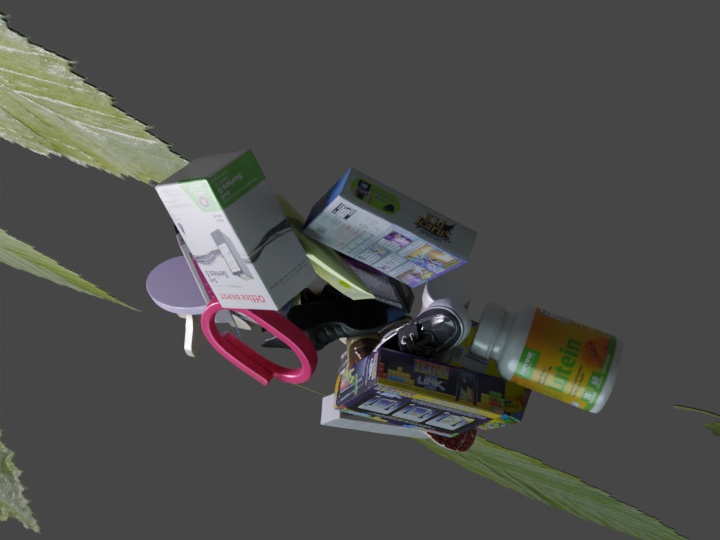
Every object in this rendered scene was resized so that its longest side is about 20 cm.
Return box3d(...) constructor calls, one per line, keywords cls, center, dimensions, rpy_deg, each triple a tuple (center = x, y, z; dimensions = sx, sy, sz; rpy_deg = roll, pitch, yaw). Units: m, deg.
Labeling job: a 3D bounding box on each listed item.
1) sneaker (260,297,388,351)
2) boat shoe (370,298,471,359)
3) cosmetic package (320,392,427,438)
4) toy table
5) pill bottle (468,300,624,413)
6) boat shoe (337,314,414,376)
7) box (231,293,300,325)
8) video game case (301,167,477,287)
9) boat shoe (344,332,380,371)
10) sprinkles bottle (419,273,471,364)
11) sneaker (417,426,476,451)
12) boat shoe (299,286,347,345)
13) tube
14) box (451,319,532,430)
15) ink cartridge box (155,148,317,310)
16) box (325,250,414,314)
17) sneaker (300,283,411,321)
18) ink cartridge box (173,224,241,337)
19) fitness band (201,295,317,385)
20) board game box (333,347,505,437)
box3d(cls="sneaker", center=(-0.060, 0.091, 1.560), dimensions=(0.197, 0.061, 0.104), rpy_deg=(-1, 154, -10))
box3d(cls="boat shoe", center=(0.076, 0.099, 1.354), dimensions=(0.070, 0.066, 0.199), rpy_deg=(56, 143, -6))
box3d(cls="cosmetic package", center=(0.040, 0.242, 1.624), dimensions=(0.198, 0.051, 0.082), rpy_deg=(12, 158, -23))
box3d(cls="toy table", center=(-0.297, 0.055, 1.825), dimensions=(0.199, 0.184, 0.118), rpy_deg=(20, 149, 38))
box3d(cls="pill bottle", center=(0.258, 0.115, 1.361), dimensions=(0.198, 0.112, 0.111), rpy_deg=(20, 164, 7))
box3d(cls="boat shoe", center=(0.022, 0.124, 1.667), dimensions=(0.066, 0.057, 0.200), rpy_deg=(19, 132, -30))
box3d(cls="box", center=(-0.158, 0.014, 1.588), dimensions=(0.100, 0.114, 0.200), rpy_deg=(19, 162, 8))
box3d(cls="video game case", center=(0.032, -0.050, 1.258), dimensions=(0.180, 0.046, 0.200), rpy_deg=(27, 163, -11))
box3d(cls="boat shoe", center=(0.010, 0.183, 1.635), dimensions=(0.071, 0.068, 0.201), rpy_deg=(-8, 140, -2))
box3d(cls="sprinkles bottle", center=(0.111, 0.097, 1.426), dimensions=(0.068, 0.069, 0.201), rpy_deg=(19, 135, 9))
box3d(cls="sneaker", center=(0.101, 0.221, 1.558), dimensions=(0.199, 0.078, 0.082), rpy_deg=(34, 167, -3))
box3d(cls="boat shoe", center=(-0.015, 0.093, 1.713), dimensions=(0.199, 0.074, 0.069), rpy_deg=(28, 169, -15))
box3d(cls="tube", center=(-0.063, -0.024, 1.368), dimensions=(0.200, 0.052, 0.058), rpy_deg=(43, -158, -18))
box3d(cls="box", center=(0.171, 0.168, 1.625), dimensions=(0.198, 0.123, 0.193), rpy_deg=(24, 164, -3))
box3d(cls="ink cartridge box", center=(-0.166, -0.051, 1.297), dimensions=(0.145, 0.084, 0.201), rpy_deg=(0, 123, 51))
box3d(cls="box", center=(0.000, 0.000, 1.475), dimensions=(0.142, 0.036, 0.200), rpy_deg=(18, 162, 18))
box3d(cls="sneaker", center=(-0.014, 0.055, 1.608), dimensions=(0.198, 0.079, 0.070), rpy_deg=(-10, -172, 25))
box3d(cls="ink cartridge box", center=(-0.259, 0.019, 1.641), dimensions=(0.202, 0.037, 0.095), rpy_deg=(67, 173, -26))
box3d(cls="fitness band", center=(-0.159, 0.110, 1.528), dimensions=(0.199, 0.038, 0.144), rpy_deg=(35, 137, -5))
box3d(cls="board game box", center=(0.082, 0.178, 1.385), dimensions=(0.198, 0.057, 0.165), rpy_deg=(16, 153, -18))
